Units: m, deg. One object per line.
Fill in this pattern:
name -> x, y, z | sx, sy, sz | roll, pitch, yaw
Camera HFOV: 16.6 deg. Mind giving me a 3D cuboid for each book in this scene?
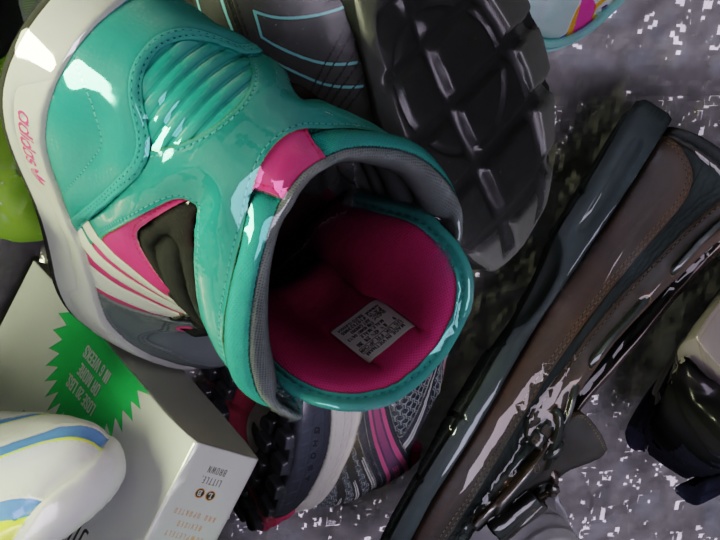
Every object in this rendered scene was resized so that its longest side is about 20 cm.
book -> -0.112, 0.115, 0.814 | 0.048, 0.134, 0.200 | 20, 103, -35

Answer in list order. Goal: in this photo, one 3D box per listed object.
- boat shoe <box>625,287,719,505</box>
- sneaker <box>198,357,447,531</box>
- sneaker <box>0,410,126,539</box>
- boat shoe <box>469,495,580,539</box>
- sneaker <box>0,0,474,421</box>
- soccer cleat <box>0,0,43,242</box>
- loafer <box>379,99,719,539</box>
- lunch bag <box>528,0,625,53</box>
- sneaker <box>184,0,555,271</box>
boat shoe -> 0.175, 0.006, 0.935 | 0.200, 0.093, 0.075 | -39, 81, -27
sneaker -> 0.000, 0.000, 0.840 | 0.075, 0.081, 0.200 | -11, 139, -30
sneaker -> -0.174, 0.048, 0.753 | 0.200, 0.076, 0.105 | -11, 107, 17
boat shoe -> 0.062, 0.173, 0.954 | 0.073, 0.067, 0.200 | -18, 118, -15
sneaker -> -0.024, -0.001, 0.708 | 0.084, 0.121, 0.200 | -49, 158, -13
soccer cleat -> -0.079, -0.102, 0.776 | 0.068, 0.081, 0.200 | 40, 72, -41
loafer -> 0.074, 0.038, 0.879 | 0.063, 0.072, 0.200 | 30, 90, 2
lunch bag -> 0.047, -0.182, 0.766 | 0.160, 0.077, 0.200 | -43, 126, -25
sneaker -> -0.010, -0.086, 0.724 | 0.075, 0.079, 0.200 | -47, 117, -37
